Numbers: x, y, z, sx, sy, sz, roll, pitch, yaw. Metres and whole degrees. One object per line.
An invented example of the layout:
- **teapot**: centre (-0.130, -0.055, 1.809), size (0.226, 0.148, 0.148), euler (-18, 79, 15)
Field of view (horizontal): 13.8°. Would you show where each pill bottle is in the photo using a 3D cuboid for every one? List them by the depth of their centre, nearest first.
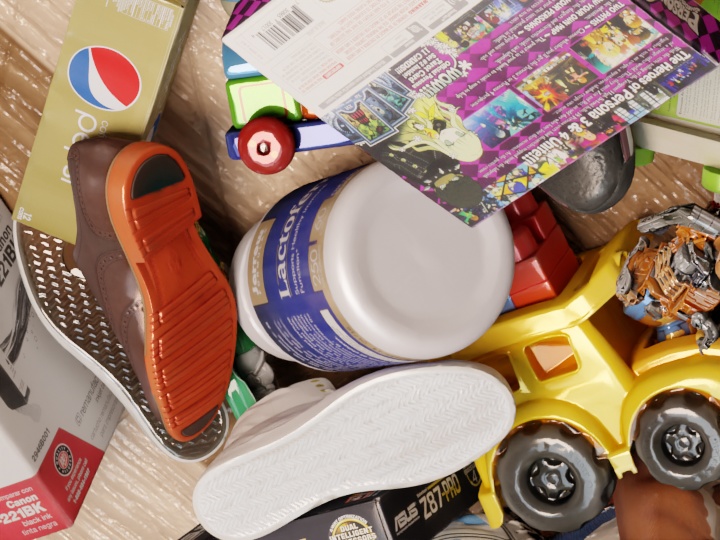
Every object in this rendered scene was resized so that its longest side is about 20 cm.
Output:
- **pill bottle**: centre (0.000, 0.000, 1.727), size (0.116, 0.116, 0.200), euler (39, 161, -14)

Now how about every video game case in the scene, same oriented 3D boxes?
- **video game case**: centre (0.056, -0.122, 1.532), size (0.181, 0.036, 0.200), euler (36, 137, -20)

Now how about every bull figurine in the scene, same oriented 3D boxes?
- **bull figurine**: centre (0.203, 0.171, 1.795), size (0.121, 0.201, 0.065), euler (-8, 133, 5)

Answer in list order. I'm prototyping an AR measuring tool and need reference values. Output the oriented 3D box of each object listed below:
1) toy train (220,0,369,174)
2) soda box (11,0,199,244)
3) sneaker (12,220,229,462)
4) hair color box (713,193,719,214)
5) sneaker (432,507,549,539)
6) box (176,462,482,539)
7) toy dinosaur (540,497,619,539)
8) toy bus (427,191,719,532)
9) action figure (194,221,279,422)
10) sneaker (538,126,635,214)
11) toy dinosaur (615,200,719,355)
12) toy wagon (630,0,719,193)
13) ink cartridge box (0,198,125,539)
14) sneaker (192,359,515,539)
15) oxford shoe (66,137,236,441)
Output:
- **toy train**: centre (0.015, -0.129, 1.705), size (0.199, 0.085, 0.116), euler (-7, 107, 13)
- **soda box**: centre (-0.148, -0.109, 1.766), size (0.064, 0.068, 0.200), euler (23, 130, 0)
- **sneaker**: centre (-0.157, 0.035, 1.881), size (0.073, 0.085, 0.200), euler (-32, 94, -5)
- **hair color box**: centre (0.301, -0.036, 1.687), size (0.199, 0.064, 0.111), euler (7, 127, 11)
- **sneaker**: centre (0.095, 0.177, 1.788), size (0.072, 0.073, 0.200), euler (40, 164, -28)
- **box**: centre (-0.011, 0.149, 1.837), size (0.161, 0.200, 0.049), euler (-18, 96, 28)
- **toy dinosaur**: centre (0.096, 0.187, 1.888), size (0.200, 0.105, 0.182), euler (40, 98, -17)
- **toy bus**: centre (0.141, 0.035, 1.763), size (0.199, 0.136, 0.193), euler (-19, 103, 26)
- **action figure**: centre (-0.084, 0.029, 1.845), size (0.055, 0.118, 0.201), euler (-29, 106, 4)
- **sneaker**: centre (0.066, -0.114, 1.618), size (0.076, 0.115, 0.201), euler (-36, 79, 31)
- **toy dinosaur**: centre (0.224, 0.007, 1.613), size (0.136, 0.102, 0.200), euler (41, 168, -21)
- **toy wagon**: centre (0.166, -0.133, 1.640), size (0.199, 0.039, 0.156), euler (18, 111, 34)
- **ink cartridge box**: centre (-0.244, 0.055, 1.871), size (0.083, 0.145, 0.200), euler (-19, 119, 27)
- **sneaker**: centre (0.000, 0.086, 1.752), size (0.199, 0.116, 0.074), euler (-20, 105, 15)
- **oxford shoe**: centre (-0.126, 0.008, 1.770), size (0.072, 0.071, 0.201), euler (16, 126, 40)
